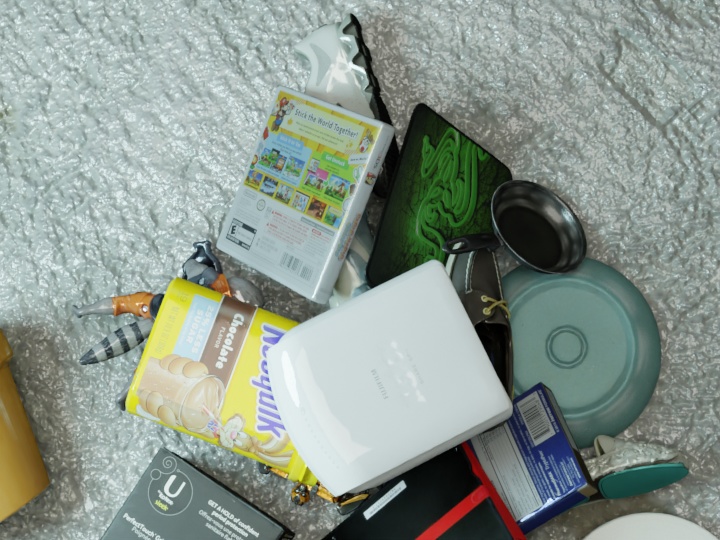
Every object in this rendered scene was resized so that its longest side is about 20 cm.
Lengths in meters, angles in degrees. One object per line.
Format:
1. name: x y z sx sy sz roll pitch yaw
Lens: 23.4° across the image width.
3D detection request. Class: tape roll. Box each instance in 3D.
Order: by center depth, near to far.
1. tape roll: 0.288 0.341 1.717 0.200 0.037 0.205 -1 80 4

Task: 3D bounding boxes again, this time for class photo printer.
1. photo printer: 0.020 0.104 1.617 0.198 0.069 0.168 -25 85 -12

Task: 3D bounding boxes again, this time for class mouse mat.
1. mouse mat: 0.081 -0.046 1.741 0.007 0.160 0.202 -5 62 46

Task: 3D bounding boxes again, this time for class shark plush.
1. shark plush: 0.004 -0.017 1.731 0.082 0.091 0.202 -10 74 -20

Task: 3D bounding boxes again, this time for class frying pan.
1. frying pan: 0.160 -0.023 1.741 0.115 0.031 0.190 43 45 3

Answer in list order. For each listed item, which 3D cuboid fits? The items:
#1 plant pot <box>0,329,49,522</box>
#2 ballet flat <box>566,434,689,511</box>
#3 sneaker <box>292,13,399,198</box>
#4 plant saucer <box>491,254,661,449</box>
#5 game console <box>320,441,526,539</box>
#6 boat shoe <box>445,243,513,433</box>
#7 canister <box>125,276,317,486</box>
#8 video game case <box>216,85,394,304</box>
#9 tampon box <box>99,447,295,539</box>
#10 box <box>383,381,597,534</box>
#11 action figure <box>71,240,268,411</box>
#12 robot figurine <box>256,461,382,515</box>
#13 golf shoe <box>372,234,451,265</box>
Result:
1. plant pot: -0.409 0.168 1.725 0.199 0.200 0.184 -31 96 -2
2. ballet flat: 0.225 0.200 1.731 0.198 0.072 0.072 -18 79 2
3. sneaker: -0.016 -0.160 1.810 0.088 0.074 0.202 -20 74 10
4. plant saucer: 0.209 0.080 1.767 0.198 0.036 0.202 -1 80 4
5. game console: 0.059 0.281 1.691 0.200 0.031 0.177 -41 48 11
6. boat shoe: 0.123 0.061 1.716 0.060 0.071 0.203 -16 66 46
7. canister: -0.112 0.106 1.683 0.198 0.087 0.150 20 82 -1
8. video game case: -0.058 -0.080 1.733 0.023 0.199 0.184 19 94 -36
9. tampon box: -0.181 0.300 1.708 0.149 0.126 0.201 33 83 8
10. box: 0.124 0.213 1.712 0.199 0.032 0.122 -33 56 16
11. action figure: -0.178 0.074 1.762 0.192 0.105 0.202 -26 77 9
12. robot figurine: -0.023 0.145 1.758 0.144 0.058 0.201 25 82 8
13. golf shoe: 0.000 0.000 1.775 0.198 0.077 0.089 10 86 5
